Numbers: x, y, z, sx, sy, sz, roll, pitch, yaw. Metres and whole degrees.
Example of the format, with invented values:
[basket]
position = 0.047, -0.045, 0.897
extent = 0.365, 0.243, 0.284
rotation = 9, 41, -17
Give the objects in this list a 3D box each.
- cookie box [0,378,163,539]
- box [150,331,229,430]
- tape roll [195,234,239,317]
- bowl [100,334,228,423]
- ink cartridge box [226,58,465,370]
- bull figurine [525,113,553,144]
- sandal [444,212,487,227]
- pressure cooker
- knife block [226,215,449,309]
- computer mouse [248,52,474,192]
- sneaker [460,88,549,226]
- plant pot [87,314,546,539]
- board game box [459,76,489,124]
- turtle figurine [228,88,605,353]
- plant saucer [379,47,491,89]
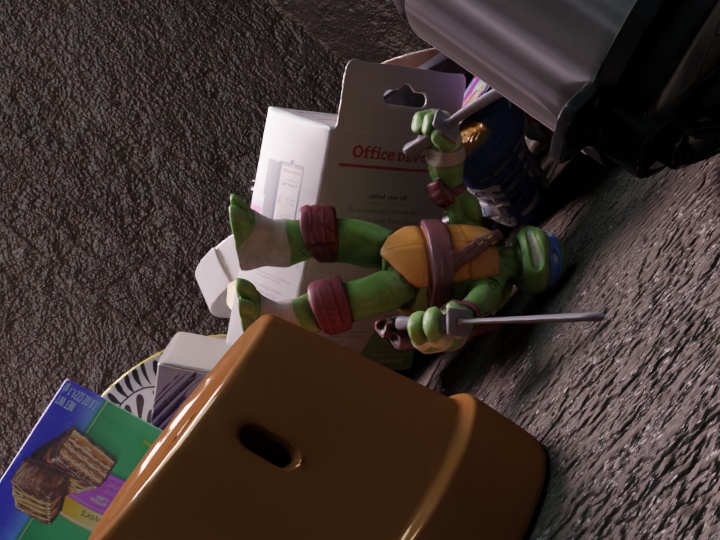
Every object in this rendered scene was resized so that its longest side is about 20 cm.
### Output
[cookie box]
position = -0.164, 0.198, 0.974
extent = 0.200, 0.171, 0.075
rotation = -60, -10, -18
[box]
position = -0.117, 0.152, 1.092
extent = 0.082, 0.068, 0.201
rotation = -75, -5, -77
[tape roll]
position = -0.041, -0.020, 1.297
extent = 0.202, 0.037, 0.203
rotation = -25, -11, -5
[bowl]
position = -0.118, 0.157, 1.200
extent = 0.201, 0.200, 0.094
rotation = -50, 50, 12
[ink cartridge box]
position = -0.008, -0.039, 1.003
extent = 0.067, 0.117, 0.201
rotation = 22, 105, 44
[bull figurine]
position = 0.161, -0.133, 1.113
extent = 0.121, 0.065, 0.200
rotation = -44, 11, 7
[sandal]
position = 0.068, -0.010, 1.200
extent = 0.070, 0.078, 0.212
rotation = 17, 72, 51
[pressure cooker]
position = 0.137, -0.146, 0.762
extent = 0.176, 0.200, 0.178
rotation = -58, -20, 19
[knife block]
position = 0.000, 0.000, 1.148
extent = 0.176, 0.064, 0.200
rotation = -60, 38, 9
[computer mouse]
position = 0.019, -0.104, 1.184
extent = 0.200, 0.053, 0.138
rotation = -32, 1, 20
[sneaker]
position = 0.103, -0.076, 1.099
extent = 0.075, 0.088, 0.200
rotation = -46, 0, 1
[plant pot]
position = -0.031, 0.115, 0.713
extent = 0.200, 0.140, 0.200
rotation = -51, 5, 6
[board game box]
position = 0.101, -0.187, 1.047
extent = 0.200, 0.039, 0.158
rotation = -55, 5, 10
[turtle figurine]
position = 0.023, -0.024, 0.873
extent = 0.193, 0.145, 0.200
rotation = -8, -4, -1
[plant saucer]
position = 0.097, -0.143, 1.291
extent = 0.200, 0.199, 0.035
rotation = 147, 122, -72
